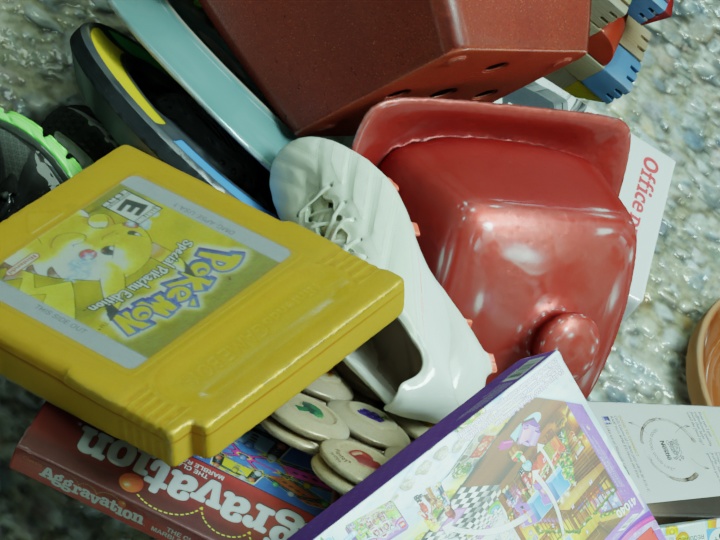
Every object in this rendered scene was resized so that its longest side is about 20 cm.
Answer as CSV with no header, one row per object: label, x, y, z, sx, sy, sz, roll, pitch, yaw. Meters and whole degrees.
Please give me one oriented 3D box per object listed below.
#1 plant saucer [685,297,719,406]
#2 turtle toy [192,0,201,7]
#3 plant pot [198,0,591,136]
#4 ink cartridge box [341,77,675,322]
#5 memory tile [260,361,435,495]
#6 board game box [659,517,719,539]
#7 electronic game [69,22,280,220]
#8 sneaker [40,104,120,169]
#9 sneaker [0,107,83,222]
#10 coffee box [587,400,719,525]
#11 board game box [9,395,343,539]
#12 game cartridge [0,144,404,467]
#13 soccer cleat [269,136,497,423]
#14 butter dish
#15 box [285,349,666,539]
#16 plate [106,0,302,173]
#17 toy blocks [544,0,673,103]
plant saucer,0.296,0.099,1.918,0.200,0.032,0.201,19,47,-21
turtle toy,-0.072,-0.240,1.884,0.145,0.101,0.200,24,45,-17
plant pot,0.022,-0.182,1.710,0.199,0.200,0.177,-4,74,-51
ink cartridge box,0.089,-0.053,1.856,0.200,0.084,0.145,31,44,-11
memory tile,-0.012,0.070,1.565,0.153,0.017,0.200,9,22,-48
board game box,0.149,0.241,1.577,0.103,0.105,0.201,-5,85,-29
electronic game,-0.093,-0.073,1.715,0.200,0.042,0.200,42,9,-8
sneaker,-0.116,-0.014,1.701,0.200,0.074,0.080,52,28,7
sneaker,-0.187,-0.019,1.636,0.200,0.077,0.084,41,53,15
coffee box,0.123,0.137,1.701,0.199,0.113,0.080,3,54,-33
board game box,-0.069,0.107,1.496,0.199,0.019,0.103,25,41,3
game cartridge,-0.106,0.014,1.529,0.200,0.033,0.176,24,43,31
soccer cleat,0.000,0.000,1.601,0.077,0.069,0.200,1,46,-47
butter dish,0.084,0.017,1.691,0.199,0.200,0.148,3,24,-34
box,0.056,0.150,1.456,0.200,0.039,0.137,-35,99,-31
plate,-0.077,-0.109,1.746,0.200,0.026,0.200,44,7,-7
toy blocks,0.127,-0.162,1.913,0.137,0.200,0.100,38,54,-20
